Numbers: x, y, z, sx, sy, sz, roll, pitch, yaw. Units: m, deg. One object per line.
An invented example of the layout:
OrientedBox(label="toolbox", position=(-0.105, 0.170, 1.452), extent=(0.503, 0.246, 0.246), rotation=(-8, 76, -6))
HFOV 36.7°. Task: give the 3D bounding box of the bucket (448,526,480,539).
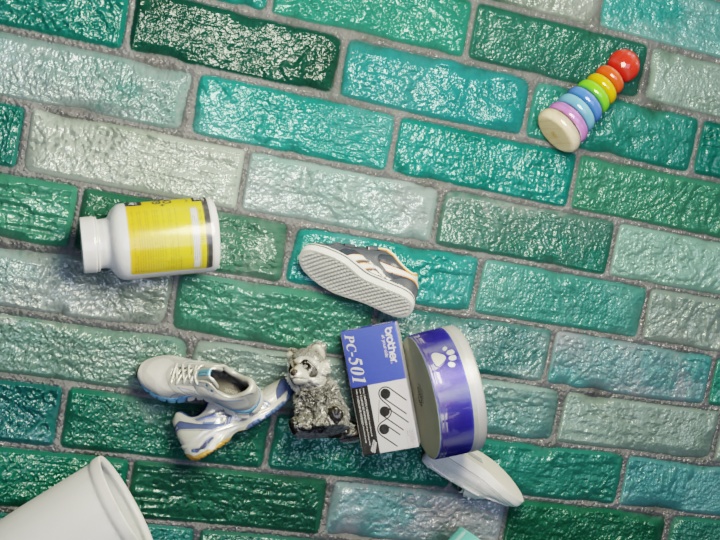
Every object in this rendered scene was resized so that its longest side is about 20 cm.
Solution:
OrientedBox(label="bucket", position=(0.193, 0.535, 1.797), extent=(0.207, 0.207, 0.135), rotation=(45, 79, -17))

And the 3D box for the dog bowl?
OrientedBox(label="dog bowl", position=(0.130, 0.193, 1.722), extent=(0.078, 0.200, 0.203), rotation=(-11, 101, -12))

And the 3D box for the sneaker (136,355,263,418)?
OrientedBox(label="sneaker", position=(-0.243, 0.161, 1.641), extent=(0.197, 0.087, 0.076), rotation=(11, 63, 2))

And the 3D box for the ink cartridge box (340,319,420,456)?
OrientedBox(label="ink cartridge box", position=(0.032, 0.188, 1.741), extent=(0.093, 0.044, 0.203), rotation=(-11, 90, 8))

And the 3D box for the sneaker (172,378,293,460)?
OrientedBox(label="sneaker", position=(-0.199, 0.211, 1.696), extent=(0.199, 0.075, 0.089), rotation=(-30, 88, -19))

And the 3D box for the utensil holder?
OrientedBox(label="utensil holder", position=(-0.430, 0.401, 1.607), extent=(0.199, 0.170, 0.171), rotation=(-31, 106, -8))

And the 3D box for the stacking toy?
OrientedBox(label="stacking toy", position=(0.386, -0.290, 1.796), extent=(0.200, 0.085, 0.086), rotation=(-44, 108, -13))

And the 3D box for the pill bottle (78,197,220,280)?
OrientedBox(label="pill bottle", position=(-0.310, -0.046, 1.601), extent=(0.197, 0.112, 0.114), rotation=(-5, 100, -16))

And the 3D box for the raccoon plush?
OrientedBox(label="raccoon plush", position=(-0.065, 0.196, 1.723), extent=(0.095, 0.200, 0.136), rotation=(-11, 69, 6))

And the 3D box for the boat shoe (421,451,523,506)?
OrientedBox(label="boat shoe", position=(0.189, 0.351, 1.837), extent=(0.199, 0.072, 0.069), rotation=(34, 110, -25))

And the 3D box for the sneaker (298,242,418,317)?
OrientedBox(label="sneaker", position=(0.000, 0.000, 1.723), extent=(0.198, 0.079, 0.080), rotation=(27, 47, -5))
